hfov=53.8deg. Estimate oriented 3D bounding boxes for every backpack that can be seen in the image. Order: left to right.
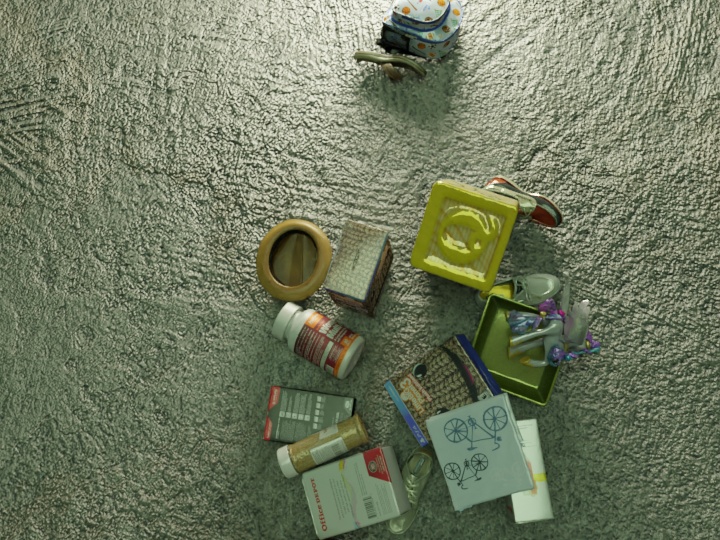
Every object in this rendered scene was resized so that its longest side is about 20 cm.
[{"bbox_3d":[0.164,-0.639,1.795,0.189,0.154,0.201,27,77,2],"label":"backpack"}]

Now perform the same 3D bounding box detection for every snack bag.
[{"bbox_3d":[0.248,0.374,1.456,0.187,0.021,0.202,-24,75,20],"label":"snack bag"}]

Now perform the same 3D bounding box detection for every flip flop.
[{"bbox_3d":[0.074,-0.518,1.811,0.198,0.081,0.058,14,95,12],"label":"flip flop"}]

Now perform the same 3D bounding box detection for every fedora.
[{"bbox_3d":[-0.155,-0.019,1.705,0.198,0.082,0.203,-2,75,6],"label":"fedora"}]

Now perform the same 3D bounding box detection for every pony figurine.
[{"bbox_3d":[0.411,0.121,1.499,0.198,0.195,0.167,-6,31,7],"label":"pony figurine"}]

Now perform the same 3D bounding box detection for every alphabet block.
[{"bbox_3d":[0.238,-0.085,1.586,0.193,0.200,0.198,18,102,12],"label":"alphabet block"}]

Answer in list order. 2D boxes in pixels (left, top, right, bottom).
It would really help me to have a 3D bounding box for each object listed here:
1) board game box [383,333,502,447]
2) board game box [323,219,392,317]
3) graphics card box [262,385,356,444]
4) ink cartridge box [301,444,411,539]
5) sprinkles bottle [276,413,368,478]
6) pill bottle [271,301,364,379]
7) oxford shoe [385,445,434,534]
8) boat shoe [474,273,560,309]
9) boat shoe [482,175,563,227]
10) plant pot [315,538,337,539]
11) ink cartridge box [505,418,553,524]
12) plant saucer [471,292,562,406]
[{"bbox_3d":[0.182,0.261,1.559,0.199,0.097,0.160,-38,74,15],"label":"board game box"},{"bbox_3d":[0.000,0.000,1.614,0.096,0.200,0.161,17,79,11],"label":"board game box"},{"bbox_3d":[-0.115,0.341,1.627,0.198,0.051,0.127,6,77,9],"label":"graphics card box"},{"bbox_3d":[-0.010,0.480,1.539,0.198,0.083,0.147,-23,74,18],"label":"ink cartridge box"},{"bbox_3d":[-0.082,0.385,1.554,0.198,0.068,0.069,-25,74,2],"label":"sprinkles bottle"},{"bbox_3d":[-0.099,0.158,1.641,0.199,0.110,0.110,28,81,12],"label":"pill bottle"},{"bbox_3d":[0.107,0.482,1.563,0.075,0.058,0.202,24,82,9],"label":"oxford shoe"},{"bbox_3d":[0.362,0.042,1.626,0.200,0.086,0.075,-7,75,5],"label":"boat shoe"},{"bbox_3d":[0.381,-0.155,1.674,0.199,0.072,0.063,34,50,18],"label":"boat shoe"},{"bbox_3d":[-0.084,0.652,1.463,0.198,0.195,0.203,-1,84,7],"label":"plant pot"},{"bbox_3d":[0.343,0.422,1.504,0.082,0.145,0.202,-7,76,4],"label":"ink cartridge box"},{"bbox_3d":[0.353,0.175,1.595,0.198,0.048,0.202,19,93,10],"label":"plant saucer"}]
